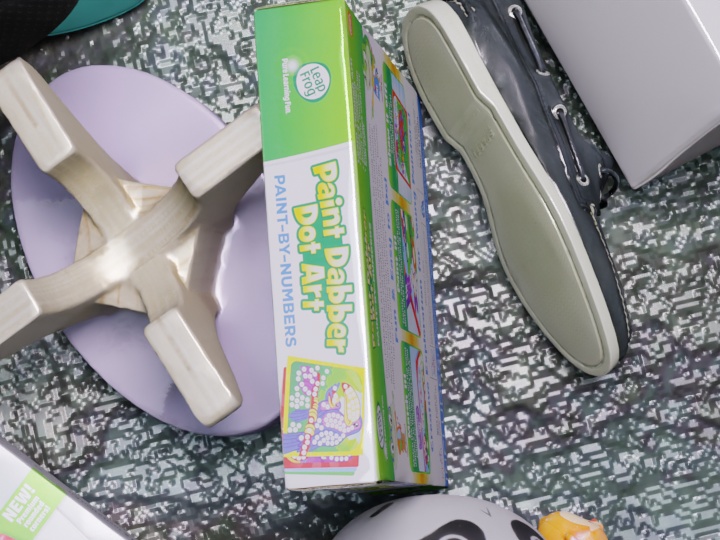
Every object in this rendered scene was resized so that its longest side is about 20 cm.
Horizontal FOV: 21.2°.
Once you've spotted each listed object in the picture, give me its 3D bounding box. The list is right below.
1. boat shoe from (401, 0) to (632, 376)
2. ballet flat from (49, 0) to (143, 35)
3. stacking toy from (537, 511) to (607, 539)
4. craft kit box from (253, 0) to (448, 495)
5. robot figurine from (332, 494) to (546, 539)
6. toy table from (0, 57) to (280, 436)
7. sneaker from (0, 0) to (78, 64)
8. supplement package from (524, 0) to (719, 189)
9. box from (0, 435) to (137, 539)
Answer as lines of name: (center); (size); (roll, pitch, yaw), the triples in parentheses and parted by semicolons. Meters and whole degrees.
boat shoe: (0.092, -0.049, 0.945); (0.066, 0.075, 0.201); (-24, 79, -25)
ballet flat: (-0.108, -0.172, 0.968); (0.198, 0.067, 0.068); (-17, 61, -6)
stacking toy: (0.164, 0.179, 0.909); (0.200, 0.116, 0.110); (39, 88, 18)
craft kit box: (0.000, 0.000, 0.870); (0.048, 0.198, 0.202); (-5, 81, 8)
robot figurine: (0.037, 0.204, 0.878); (0.123, 0.150, 0.203); (0, 82, 12)
toy table: (-0.105, -0.012, 0.901); (0.200, 0.117, 0.184); (44, 93, 9)
sneaker: (-0.217, -0.134, 0.875); (0.200, 0.067, 0.109); (-24, 75, 33)
supplement package: (0.148, -0.165, 0.921); (0.120, 0.120, 0.201); (-26, 83, -24)
box: (-0.155, 0.192, 0.921); (0.199, 0.041, 0.156); (36, 83, 5)
